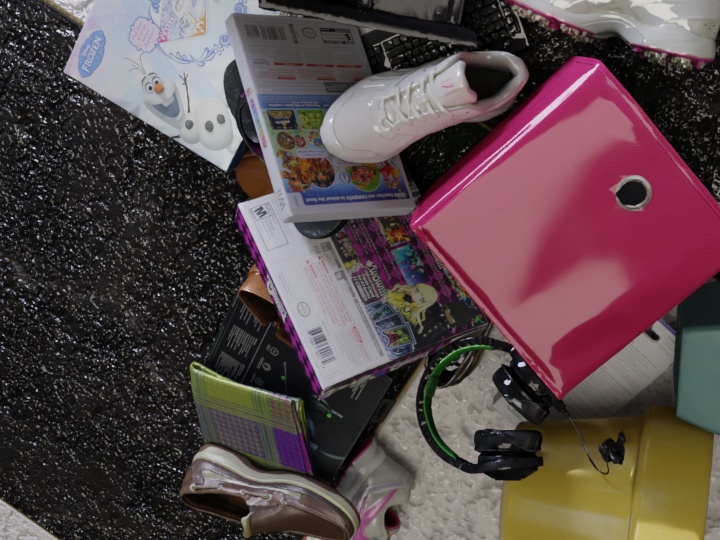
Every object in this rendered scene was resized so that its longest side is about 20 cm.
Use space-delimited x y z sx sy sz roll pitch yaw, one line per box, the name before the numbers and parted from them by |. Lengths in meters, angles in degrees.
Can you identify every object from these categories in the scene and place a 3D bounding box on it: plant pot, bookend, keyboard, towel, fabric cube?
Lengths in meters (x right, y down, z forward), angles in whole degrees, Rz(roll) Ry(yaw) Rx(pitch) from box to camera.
plant pot | 0.238 0.224 1.048 0.186 0.201 0.203 7 114 18
bookend | 0.027 -0.313 0.954 0.197 0.092 0.201 12 103 4
keyboard | 0.071 -0.188 1.047 0.198 0.021 0.128 -19 104 25
towel | -0.110 0.187 1.160 0.142 0.023 0.202 13 134 25
plant pot | 0.388 0.080 0.977 0.197 0.141 0.143 3 113 13
fabric cube | 0.180 -0.046 0.944 0.199 0.200 0.197 -40 96 11

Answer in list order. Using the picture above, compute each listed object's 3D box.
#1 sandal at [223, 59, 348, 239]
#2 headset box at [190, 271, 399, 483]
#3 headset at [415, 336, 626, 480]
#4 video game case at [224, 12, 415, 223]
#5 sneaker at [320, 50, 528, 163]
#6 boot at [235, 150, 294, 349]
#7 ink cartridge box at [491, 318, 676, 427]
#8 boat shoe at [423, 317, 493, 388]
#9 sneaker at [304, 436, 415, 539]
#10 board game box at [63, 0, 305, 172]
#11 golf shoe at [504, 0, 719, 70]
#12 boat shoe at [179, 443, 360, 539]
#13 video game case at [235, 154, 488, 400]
sandal | -0.073 -0.123 1.004 0.075 0.048 0.202 -38 72 22
headset box | -0.056 0.105 1.158 0.199 0.093 0.175 31 125 5
headset | 0.142 0.134 0.975 0.198 0.094 0.125 18 88 20
video game case | -0.036 -0.142 0.990 0.018 0.142 0.202 -36 66 49
sneaker | 0.058 -0.156 0.955 0.198 0.099 0.079 -23 92 -10
boot | -0.080 -0.020 1.082 0.200 0.155 0.077 42 143 1
ink cartridge box | 0.234 0.104 1.105 0.095 0.037 0.200 41 120 -2
boat shoe | 0.111 0.036 1.096 0.074 0.073 0.202 16 116 11
sneaker | -0.004 0.291 1.236 0.088 0.081 0.201 31 118 5
board game box | -0.167 -0.236 1.074 0.198 0.043 0.201 31 106 3
golf shoe | 0.224 -0.243 0.954 0.198 0.075 0.093 18 101 8
boat shoe | -0.100 0.255 1.142 0.200 0.075 0.075 14 135 23
video game case | 0.000 0.000 1.029 0.202 0.180 0.036 63 158 18
